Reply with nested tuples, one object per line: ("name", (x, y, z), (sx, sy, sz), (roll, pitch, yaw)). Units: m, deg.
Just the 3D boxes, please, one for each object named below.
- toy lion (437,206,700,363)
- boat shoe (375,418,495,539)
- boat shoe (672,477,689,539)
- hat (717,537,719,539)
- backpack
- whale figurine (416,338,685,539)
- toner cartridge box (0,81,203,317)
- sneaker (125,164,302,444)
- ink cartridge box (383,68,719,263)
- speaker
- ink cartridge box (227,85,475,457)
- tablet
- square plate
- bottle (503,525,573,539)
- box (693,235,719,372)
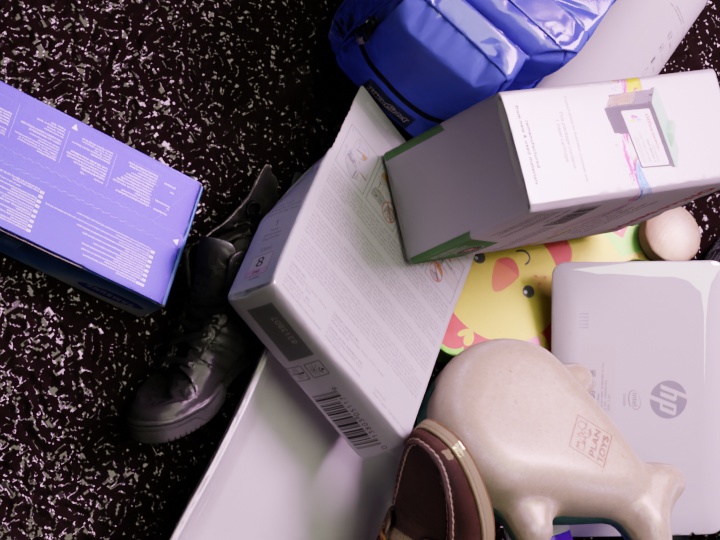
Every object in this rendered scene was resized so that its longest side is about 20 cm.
("toy lion", (0.133, 0.005, 1.530), (0.199, 0.069, 0.193), (28, 69, -7))
("boat shoe", (0.041, 0.197, 1.386), (0.072, 0.072, 0.202), (-25, 131, -34))
("boat shoe", (0.239, 0.126, 1.563), (0.068, 0.084, 0.202), (2, 79, -19))
("hat", (0.197, 0.248, 1.460), (0.174, 0.200, 0.167), (12, 62, -16))
("backpack", (0.061, -0.179, 1.464), (0.163, 0.200, 0.168), (46, 63, -4))
("whale figurine", (0.130, 0.137, 1.446), (0.199, 0.104, 0.160), (28, 51, -10))
("toner cartridge box", (-0.209, -0.054, 1.356), (0.199, 0.043, 0.096), (27, 66, -23))
("sneaker", (-0.097, 0.021, 1.378), (0.200, 0.060, 0.105), (-40, 128, -39))
("ink cartridge box", (0.141, -0.072, 1.414), (0.199, 0.144, 0.085), (-9, 81, -35))
("speaker", (0.198, -0.168, 1.616), (0.081, 0.081, 0.200), (45, 59, -14))
("ink cartridge box", (0.000, 0.000, 1.408), (0.163, 0.057, 0.201), (51, 38, -28))
("tablet", (0.203, 0.094, 1.500), (0.129, 0.014, 0.202), (-1, 94, -4))
("square plate", (-0.036, 0.161, 1.393), (0.200, 0.028, 0.199), (46, 56, -34))
("bottle", (0.151, 0.276, 1.471), (0.065, 0.083, 0.202), (-12, 85, -32))
("box", (0.322, 0.082, 1.611), (0.194, 0.047, 0.200), (54, 35, -8))
